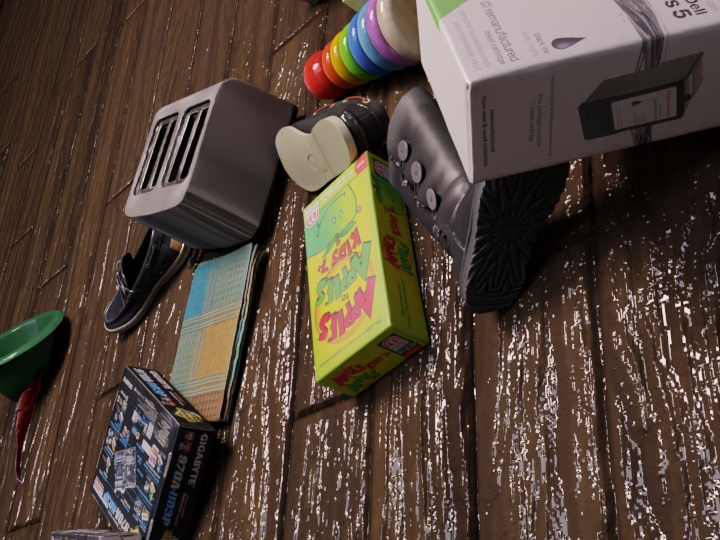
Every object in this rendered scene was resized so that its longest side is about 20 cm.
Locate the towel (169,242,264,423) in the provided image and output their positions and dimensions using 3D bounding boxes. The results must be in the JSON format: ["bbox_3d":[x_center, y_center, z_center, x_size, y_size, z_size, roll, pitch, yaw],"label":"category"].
[{"bbox_3d":[-0.171,0.078,1.063,0.146,0.021,0.204,-16,60,51],"label":"towel"}]

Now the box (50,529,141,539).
[{"bbox_3d":[-0.284,0.377,0.962,0.157,0.049,0.204,-20,67,52],"label":"box"}]

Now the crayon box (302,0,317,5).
[{"bbox_3d":[-0.039,-0.435,1.089,0.200,0.057,0.176,168,114,-76],"label":"crayon box"}]

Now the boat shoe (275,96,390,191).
[{"bbox_3d":[-0.033,-0.132,0.967,0.063,0.075,0.201,-32,11,-23],"label":"boat shoe"}]

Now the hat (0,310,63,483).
[{"bbox_3d":[-0.524,0.191,1.484,0.199,0.178,0.165,-36,21,-26],"label":"hat"}]

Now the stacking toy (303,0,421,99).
[{"bbox_3d":[0.001,-0.232,0.965,0.199,0.084,0.087,-15,58,54],"label":"stacking toy"}]

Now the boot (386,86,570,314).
[{"bbox_3d":[0.084,-0.092,0.740,0.201,0.064,0.167,-112,33,-50],"label":"boot"}]

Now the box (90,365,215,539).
[{"bbox_3d":[-0.236,0.213,1.025,0.199,0.045,0.162,23,97,57],"label":"box"}]

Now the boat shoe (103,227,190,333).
[{"bbox_3d":[-0.303,0.008,1.250,0.200,0.062,0.075,-46,40,29],"label":"boat shoe"}]

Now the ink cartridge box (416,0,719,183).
[{"bbox_3d":[0.147,-0.153,0.606,0.196,0.085,0.147,-13,47,-2],"label":"ink cartridge box"}]

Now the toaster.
[{"bbox_3d":[-0.182,-0.118,1.109,0.180,0.118,0.203,-4,67,54],"label":"toaster"}]

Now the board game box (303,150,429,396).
[{"bbox_3d":[0.000,0.000,0.847,0.101,0.047,0.203,-39,42,34],"label":"board game box"}]

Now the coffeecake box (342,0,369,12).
[{"bbox_3d":[0.066,-0.377,0.964,0.152,0.072,0.203,-19,55,49],"label":"coffeecake box"}]
